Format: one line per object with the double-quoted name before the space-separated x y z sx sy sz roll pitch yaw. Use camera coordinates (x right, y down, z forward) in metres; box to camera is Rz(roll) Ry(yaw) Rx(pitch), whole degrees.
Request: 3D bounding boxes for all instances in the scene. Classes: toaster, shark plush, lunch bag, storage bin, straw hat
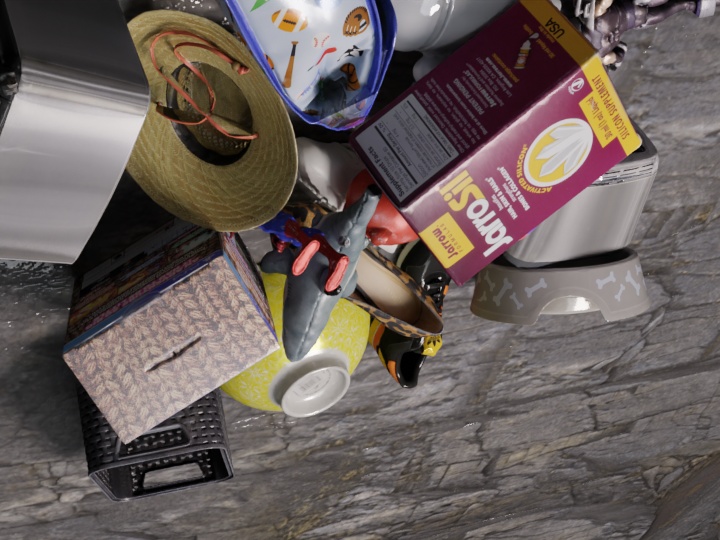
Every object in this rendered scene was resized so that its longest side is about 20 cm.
"toaster" -0.248 -0.118 0.993 0.117 0.201 0.182 7 131 -34
"shark plush" -0.017 -0.002 1.212 0.090 0.084 0.200 28 135 -22
"lunch bag" -0.052 -0.224 1.029 0.122 0.171 0.201 -23 144 0
"storage bin" -0.204 0.164 1.393 0.133 0.095 0.200 -11 163 -5
"straw hat" -0.117 -0.140 1.147 0.085 0.199 0.202 -54 169 -47
"toaster" 0.228 -0.088 1.442 0.197 0.114 0.130 -7 137 -26

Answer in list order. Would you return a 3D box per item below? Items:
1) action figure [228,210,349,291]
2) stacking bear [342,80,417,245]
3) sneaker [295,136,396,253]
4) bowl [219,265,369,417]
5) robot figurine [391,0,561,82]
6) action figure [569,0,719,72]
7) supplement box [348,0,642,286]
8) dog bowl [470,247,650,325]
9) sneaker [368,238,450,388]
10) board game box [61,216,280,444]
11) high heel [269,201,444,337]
"action figure" -0.084 -0.047 1.200 0.065 0.200 0.052 21 107 -40
"stacking bear" 0.067 -0.108 1.255 0.200 0.121 0.114 -49 137 -1
"sneaker" -0.005 -0.091 1.322 0.081 0.076 0.200 -49 146 6
"bowl" -0.067 0.088 1.452 0.198 0.108 0.201 -19 143 -14
"robot figurine" 0.074 -0.242 1.143 0.198 0.112 0.172 -7 98 -29
"action figure" 0.266 -0.251 1.313 0.197 0.070 0.131 -20 151 -7
"supplement box" 0.112 -0.108 1.132 0.199 0.104 0.131 -38 140 5
"dog bowl" 0.218 0.011 1.506 0.198 0.199 0.060 -8 101 -27
"sneaker" 0.073 0.044 1.511 0.069 0.091 0.201 -5 138 -30
"board game box" -0.169 0.036 1.222 0.158 0.200 0.098 -31 110 3
"high heel" 0.000 0.000 1.305 0.072 0.142 0.200 -58 147 -5
